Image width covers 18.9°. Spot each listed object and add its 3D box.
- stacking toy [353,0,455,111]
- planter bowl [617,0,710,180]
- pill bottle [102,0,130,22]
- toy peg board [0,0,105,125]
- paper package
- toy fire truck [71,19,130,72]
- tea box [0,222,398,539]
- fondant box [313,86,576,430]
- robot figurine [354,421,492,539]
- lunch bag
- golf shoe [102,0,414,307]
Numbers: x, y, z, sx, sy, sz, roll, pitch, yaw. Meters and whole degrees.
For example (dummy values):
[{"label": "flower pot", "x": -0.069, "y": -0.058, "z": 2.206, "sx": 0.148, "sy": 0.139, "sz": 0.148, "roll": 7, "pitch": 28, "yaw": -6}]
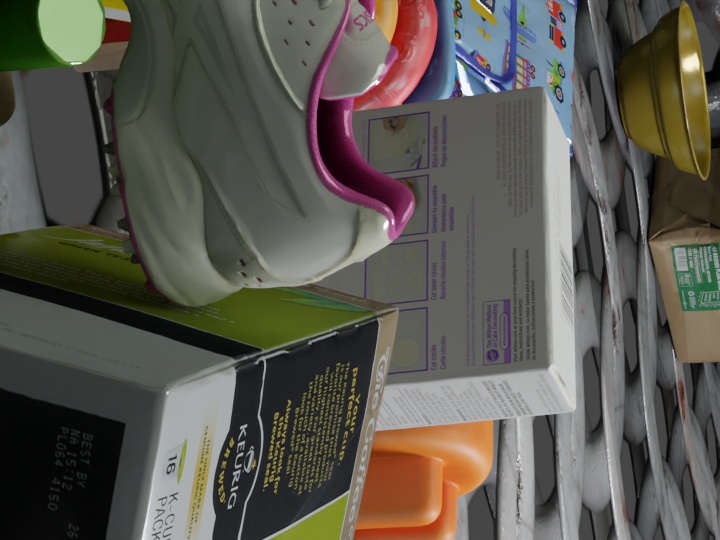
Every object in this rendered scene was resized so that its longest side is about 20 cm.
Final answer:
[{"label": "stacking toy", "x": -0.039, "y": -0.152, "z": 1.165, "sx": 0.200, "sy": 0.115, "sz": 0.110, "roll": 38, "pitch": 44, "yaw": -52}, {"label": "planter bowl", "x": 0.336, "y": -0.197, "z": 2.423, "sx": 0.200, "sy": 0.083, "sz": 0.202, "roll": -6, "pitch": 90, "yaw": -74}, {"label": "pill bottle", "x": -0.103, "y": -0.144, "z": 0.723, "sx": 0.109, "sy": 0.199, "sz": 0.110, "roll": -171, "pitch": -90, "yaw": -86}, {"label": "toy peg board", "x": -0.166, "y": -0.113, "z": 0.565, "sx": 0.199, "sy": 0.097, "sz": 0.201, "roll": -24, "pitch": 109, "yaw": -45}, {"label": "paper package", "x": 0.417, "y": -0.018, "z": 2.595, "sx": 0.191, "sy": 0.103, "sz": 0.201, "roll": -76, "pitch": 155, "yaw": -50}, {"label": "toy fire truck", "x": -0.129, "y": -0.190, "z": 0.856, "sx": 0.200, "sy": 0.128, "sz": 0.177, "roll": 62, "pitch": 25, "yaw": -73}, {"label": "tea box", "x": -0.094, "y": 0.101, "z": 0.690, "sx": 0.197, "sy": 0.133, "sz": 0.201, "roll": -12, "pitch": 115, "yaw": -69}, {"label": "fondant box", "x": 0.000, "y": 0.000, "z": 1.031, "sx": 0.058, "sy": 0.199, "sz": 0.145, "roll": 56, "pitch": 32, "yaw": -60}, {"label": "robot figurine", "x": 0.018, "y": 0.056, "z": 1.223, "sx": 0.143, "sy": 0.116, "sz": 0.201, "roll": 19, "pitch": 60, "yaw": -33}, {"label": "lunch bag", "x": 0.077, "y": -0.185, "z": 1.594, "sx": 0.200, "sy": 0.094, "sz": 0.151, "roll": 44, "pitch": 42, "yaw": -46}, {"label": "golf shoe", "x": -0.035, "y": -0.090, "z": 0.634, "sx": 0.075, "sy": 0.091, "sz": 0.201, "roll": -48, "pitch": 131, "yaw": -64}]
